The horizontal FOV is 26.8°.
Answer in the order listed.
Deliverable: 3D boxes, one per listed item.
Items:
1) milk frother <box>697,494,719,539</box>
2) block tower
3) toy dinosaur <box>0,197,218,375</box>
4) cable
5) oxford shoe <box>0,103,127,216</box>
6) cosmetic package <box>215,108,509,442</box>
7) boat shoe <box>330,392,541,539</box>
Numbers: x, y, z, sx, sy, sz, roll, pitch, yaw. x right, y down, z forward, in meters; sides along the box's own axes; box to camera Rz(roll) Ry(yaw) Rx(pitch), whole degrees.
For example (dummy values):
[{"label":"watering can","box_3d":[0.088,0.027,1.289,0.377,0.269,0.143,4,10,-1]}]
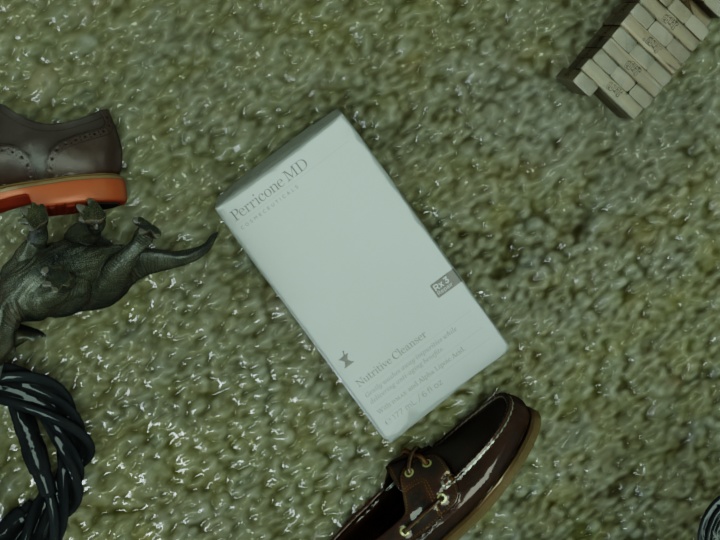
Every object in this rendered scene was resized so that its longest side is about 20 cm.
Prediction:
[{"label":"milk frother","box_3d":[0.248,0.234,1.047,0.200,0.188,0.181,-41,101,1]},{"label":"block tower","box_3d":[0.225,-0.192,1.052,0.058,0.054,0.200,41,93,-9]},{"label":"toy dinosaur","box_3d":[-0.192,0.001,1.021,0.199,0.102,0.077,-30,77,-36]},{"label":"cable","box_3d":[-0.278,0.152,1.057,0.162,0.051,0.202,18,100,-16]},{"label":"oxford shoe","box_3d":[-0.259,-0.072,1.019,0.198,0.071,0.073,-4,86,-13]},{"label":"cosmetic package","box_3d":[0.000,0.000,1.042,0.113,0.081,0.201,-38,101,2]},{"label":"boat shoe","box_3d":[0.044,0.163,1.075,0.070,0.070,0.200,38,93,-14]}]
